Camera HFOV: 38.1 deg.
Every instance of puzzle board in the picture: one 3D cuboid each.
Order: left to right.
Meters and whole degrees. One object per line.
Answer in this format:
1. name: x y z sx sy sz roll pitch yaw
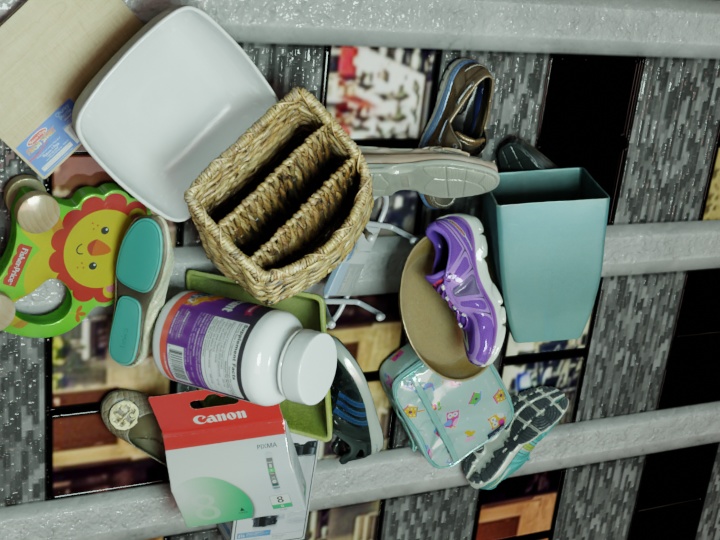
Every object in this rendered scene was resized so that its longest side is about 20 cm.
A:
1. puzzle board: -0.327 -0.220 1.134 0.200 0.017 0.151 -45 124 -6

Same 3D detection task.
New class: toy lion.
1. toy lion: -0.333 -0.011 1.204 0.191 0.069 0.201 21 101 -39

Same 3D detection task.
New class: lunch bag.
1. lunch bag: 0.123 0.183 1.495 0.160 0.077 0.201 -35 120 -10

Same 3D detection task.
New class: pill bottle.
1. pill bottle: -0.132 0.093 1.207 0.111 0.199 0.112 -31 126 -54

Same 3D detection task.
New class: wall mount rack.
1. wall mount rack: 0.000 0.000 1.325 0.173 0.074 0.201 1 115 -64

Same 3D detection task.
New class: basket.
1. basket: -0.080 -0.076 1.186 0.200 0.142 0.149 -44 158 -19

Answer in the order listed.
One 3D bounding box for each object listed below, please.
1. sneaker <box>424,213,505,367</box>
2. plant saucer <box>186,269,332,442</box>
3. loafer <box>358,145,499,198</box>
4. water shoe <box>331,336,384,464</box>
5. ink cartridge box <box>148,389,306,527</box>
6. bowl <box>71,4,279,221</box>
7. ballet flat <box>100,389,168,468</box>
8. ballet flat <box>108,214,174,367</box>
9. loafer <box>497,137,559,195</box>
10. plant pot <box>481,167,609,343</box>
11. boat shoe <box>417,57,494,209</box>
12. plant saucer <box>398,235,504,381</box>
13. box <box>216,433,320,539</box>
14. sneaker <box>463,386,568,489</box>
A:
1. sneaker: 0.125 0.028 1.344 0.083 0.081 0.201 -9 79 -28
2. plant saucer: -0.116 0.097 1.303 0.048 0.198 0.201 -38 132 -53
3. loafer: 0.074 -0.133 1.305 0.198 0.063 0.072 -1 149 1
4. water shoe: -0.025 0.185 1.427 0.079 0.071 0.201 -26 120 -12
5. ink cartridge box: -0.164 0.232 1.300 0.160 0.050 0.201 -9 130 5
6. bowl: -0.211 -0.179 1.165 0.200 0.075 0.200 -47 133 -5
7. ballet flat: -0.253 0.221 1.343 0.067 0.046 0.200 -43 123 -2
8. ballet flat: -0.253 0.019 1.223 0.062 0.067 0.201 -31 144 -62
9. loafer: 0.262 -0.115 1.456 0.200 0.073 0.073 48 47 -26
10. plant pot: 0.235 -0.015 1.362 0.140 0.141 0.202 -3 111 -1
11. boat shoe: 0.124 -0.169 1.350 0.072 0.072 0.201 0 111 -27
12. plant saucer: 0.114 0.048 1.389 0.199 0.035 0.202 9 76 -41
13. box: -0.124 0.272 1.421 0.116 0.060 0.201 1 110 -27
14. sneaker: 0.240 0.257 1.602 0.200 0.078 0.080 -44 142 2
